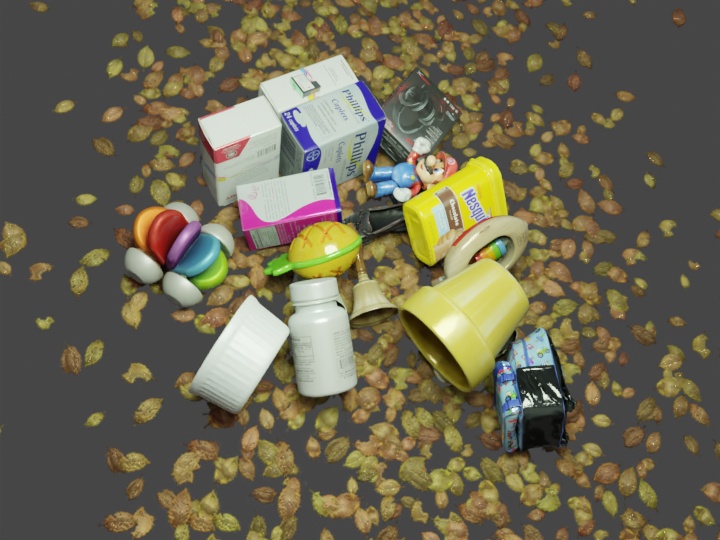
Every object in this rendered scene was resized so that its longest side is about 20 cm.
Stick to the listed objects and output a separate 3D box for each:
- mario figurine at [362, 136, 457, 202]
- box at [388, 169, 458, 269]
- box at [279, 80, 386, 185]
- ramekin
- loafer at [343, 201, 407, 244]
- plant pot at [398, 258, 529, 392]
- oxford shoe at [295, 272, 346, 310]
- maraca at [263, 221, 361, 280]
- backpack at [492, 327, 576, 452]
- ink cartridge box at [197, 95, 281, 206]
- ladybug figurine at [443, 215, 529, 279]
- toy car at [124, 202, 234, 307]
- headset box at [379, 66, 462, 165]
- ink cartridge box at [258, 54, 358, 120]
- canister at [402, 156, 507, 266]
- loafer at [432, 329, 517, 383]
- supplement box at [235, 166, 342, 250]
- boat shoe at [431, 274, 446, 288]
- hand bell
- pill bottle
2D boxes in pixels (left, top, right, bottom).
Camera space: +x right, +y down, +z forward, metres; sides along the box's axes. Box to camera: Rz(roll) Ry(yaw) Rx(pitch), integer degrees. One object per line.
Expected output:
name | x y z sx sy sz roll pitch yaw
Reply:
mario figurine | 0.104 -0.209 1.531 0.196 0.106 0.126 -9 98 -4
box | 0.172 -0.120 1.594 0.158 0.049 0.202 -20 71 -16
box | -0.063 -0.265 1.539 0.198 0.185 0.106 -28 70 -21
ramekin | -0.210 0.155 1.316 0.097 0.201 0.202 33 64 -2
loafer | 0.031 -0.104 1.524 0.197 0.063 0.073 -15 72 2
plant pot | 0.201 0.087 1.359 0.188 0.201 0.201 -39 77 -12
oxford shoe | -0.075 0.041 1.468 0.074 0.058 0.202 -18 68 -13
maraca | -0.091 -0.031 1.427 0.197 0.137 0.109 -17 103 8
backpack | 0.317 0.217 1.399 0.132 0.184 0.202 -7 52 4
ink cartridge box | -0.241 -0.236 1.483 0.146 0.201 0.086 -25 71 -20
ladybug figurine | 0.243 -0.041 1.460 0.198 0.137 0.072 -31 39 -9
toy car | -0.342 -0.047 1.405 0.198 0.150 0.176 30 63 4
headset box | 0.110 -0.322 1.637 0.149 0.077 0.201 43 62 -10
ink cartridge box | -0.116 -0.359 1.593 0.198 0.145 0.085 -25 72 -20
canister | 0.191 -0.117 1.493 0.198 0.150 0.086 -31 35 -19
loafer | 0.231 0.155 1.466 0.198 0.068 0.076 -27 73 -21
supplement box | -0.140 -0.122 1.485 0.197 0.104 0.103 -10 67 -3
boat shoe | 0.233 -0.005 1.538 0.199 0.072 0.073 -33 74 -22
hand bell | 0.000 0.000 1.470 0.102 0.104 0.203 -10 70 -15
pill bottle | -0.074 0.120 1.359 0.112 0.114 0.204 -9 95 -15
